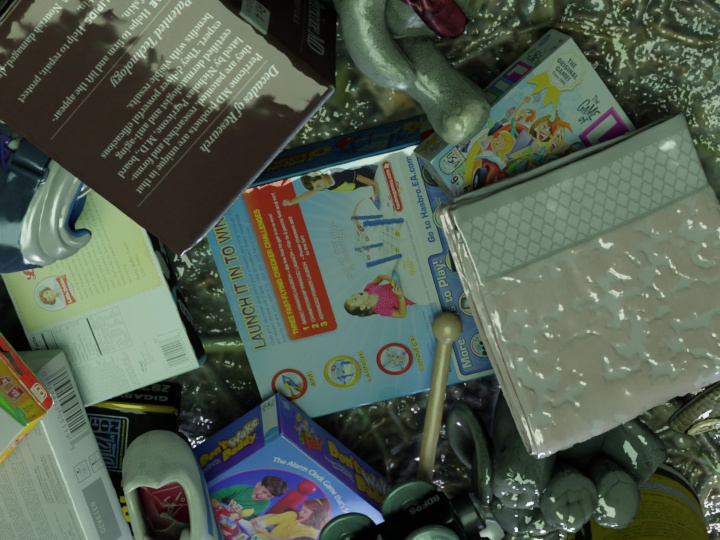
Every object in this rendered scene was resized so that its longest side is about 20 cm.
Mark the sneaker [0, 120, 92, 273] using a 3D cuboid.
[{"bbox_3d":[-0.249,-0.098,1.501,0.146,0.081,0.200,-5,86,0],"label":"sneaker"}]

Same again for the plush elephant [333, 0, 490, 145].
[{"bbox_3d":[0.041,-0.213,1.413,0.200,0.155,0.165,33,75,-1],"label":"plush elephant"}]

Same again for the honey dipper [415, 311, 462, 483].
[{"bbox_3d":[0.051,0.124,1.586,0.038,0.038,0.200,6,108,-3],"label":"honey dipper"}]

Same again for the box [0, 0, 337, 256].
[{"bbox_3d":[-0.142,-0.153,1.447,0.200,0.166,0.164,37,109,-16],"label":"box"}]

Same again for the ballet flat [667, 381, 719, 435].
[{"bbox_3d":[0.327,0.079,1.611,0.200,0.067,0.046,-29,82,8],"label":"ballet flat"}]

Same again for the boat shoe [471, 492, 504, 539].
[{"bbox_3d":[0.114,0.273,1.702,0.072,0.069,0.200,-5,115,3],"label":"boat shoe"}]

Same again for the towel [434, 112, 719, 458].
[{"bbox_3d":[0.175,0.008,1.489,0.200,0.032,0.191,-22,92,-13],"label":"towel"}]

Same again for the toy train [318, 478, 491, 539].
[{"bbox_3d":[0.012,0.237,1.562,0.200,0.085,0.114,-29,124,2],"label":"toy train"}]

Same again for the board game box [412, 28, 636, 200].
[{"bbox_3d":[0.147,-0.054,1.530,0.134,0.034,0.200,-42,116,-4],"label":"board game box"}]

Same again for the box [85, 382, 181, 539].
[{"bbox_3d":[-0.226,0.178,1.670,0.160,0.049,0.200,5,115,-4],"label":"box"}]

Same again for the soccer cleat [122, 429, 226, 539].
[{"bbox_3d":[-0.128,0.213,1.552,0.070,0.086,0.200,-16,113,13],"label":"soccer cleat"}]

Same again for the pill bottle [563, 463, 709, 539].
[{"bbox_3d":[0.216,0.239,1.613,0.114,0.200,0.114,0,115,0],"label":"pill bottle"}]

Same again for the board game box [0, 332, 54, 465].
[{"bbox_3d":[-0.298,0.109,1.556,0.096,0.030,0.200,50,131,5],"label":"board game box"}]

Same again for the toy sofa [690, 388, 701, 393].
[{"bbox_3d":[0.318,0.017,1.573,0.200,0.083,0.098,-29,111,13],"label":"toy sofa"}]

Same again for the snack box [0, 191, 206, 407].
[{"bbox_3d":[-0.204,-0.005,1.566,0.116,0.037,0.200,-19,101,8],"label":"snack box"}]

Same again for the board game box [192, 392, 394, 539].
[{"bbox_3d":[-0.049,0.193,1.642,0.134,0.045,0.200,-33,127,21],"label":"board game box"}]

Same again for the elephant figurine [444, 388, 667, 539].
[{"bbox_3d":[0.126,0.144,1.586,0.141,0.200,0.155,31,71,-7],"label":"elephant figurine"}]

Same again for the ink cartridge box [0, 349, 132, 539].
[{"bbox_3d":[-0.277,0.143,1.607,0.200,0.050,0.161,-3,112,41],"label":"ink cartridge box"}]

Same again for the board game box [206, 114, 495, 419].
[{"bbox_3d":[0.000,0.000,1.580,0.196,0.056,0.200,-13,115,7],"label":"board game box"}]
